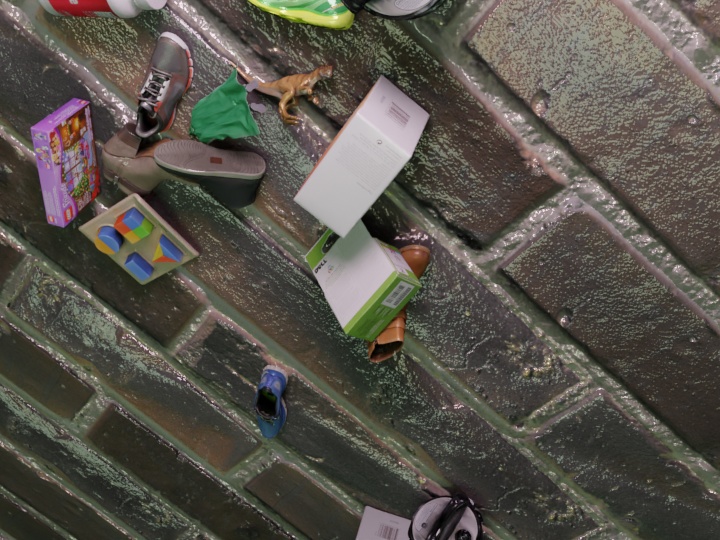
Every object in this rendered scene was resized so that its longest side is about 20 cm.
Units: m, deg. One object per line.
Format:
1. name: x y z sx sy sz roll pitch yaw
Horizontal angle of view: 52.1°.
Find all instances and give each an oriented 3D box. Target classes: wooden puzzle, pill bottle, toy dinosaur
1. wooden puzzle: -0.457 -0.051 1.505 0.197 0.047 0.186 -20 128 31
2. pill bottle: -0.415 -0.466 1.182 0.196 0.113 0.114 6 126 15
3. toy dinosaur: -0.126 -0.304 1.241 0.196 0.060 0.109 0 89 24

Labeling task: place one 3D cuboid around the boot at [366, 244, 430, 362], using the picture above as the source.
1. boot: 0.065 0.061 1.345 0.076 0.157 0.200 26 131 -23

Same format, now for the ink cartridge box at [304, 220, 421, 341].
1. ink cartridge box: 0.000 0.000 1.335 0.075 0.201 0.148 21 119 -46

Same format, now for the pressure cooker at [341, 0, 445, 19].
1. pressure cooker: 0.054 -0.432 0.976 0.175 0.201 0.179 11 126 11

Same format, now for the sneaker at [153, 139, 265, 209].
1. sneaker: -0.276 -0.165 1.332 0.196 0.076 0.107 9 141 -13

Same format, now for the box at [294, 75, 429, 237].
1. box: 0.002 -0.184 1.197 0.106 0.153 0.200 36 127 -9

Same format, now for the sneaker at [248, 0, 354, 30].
1. sneaker: -0.097 -0.428 1.135 0.196 0.074 0.085 17 103 11

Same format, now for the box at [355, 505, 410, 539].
1. box: 0.058 0.712 1.839 0.149 0.107 0.203 15 127 8

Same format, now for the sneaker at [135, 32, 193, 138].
1. sneaker: -0.349 -0.312 1.285 0.076 0.082 0.202 25 128 0

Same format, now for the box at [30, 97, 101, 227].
1. box: -0.554 -0.204 1.398 0.038 0.138 0.203 14 128 9

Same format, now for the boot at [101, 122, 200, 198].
1. boot: -0.401 -0.188 1.408 0.198 0.071 0.146 36 134 -6

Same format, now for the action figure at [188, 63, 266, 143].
1. action figure: -0.242 -0.270 1.278 0.198 0.054 0.121 -11 94 45

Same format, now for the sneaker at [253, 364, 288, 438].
1. sneaker: -0.213 0.312 1.667 0.077 0.090 0.203 14 127 11

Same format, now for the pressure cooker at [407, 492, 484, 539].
1. pressure cooker: 0.199 0.614 1.670 0.175 0.178 0.202 -11 132 2
